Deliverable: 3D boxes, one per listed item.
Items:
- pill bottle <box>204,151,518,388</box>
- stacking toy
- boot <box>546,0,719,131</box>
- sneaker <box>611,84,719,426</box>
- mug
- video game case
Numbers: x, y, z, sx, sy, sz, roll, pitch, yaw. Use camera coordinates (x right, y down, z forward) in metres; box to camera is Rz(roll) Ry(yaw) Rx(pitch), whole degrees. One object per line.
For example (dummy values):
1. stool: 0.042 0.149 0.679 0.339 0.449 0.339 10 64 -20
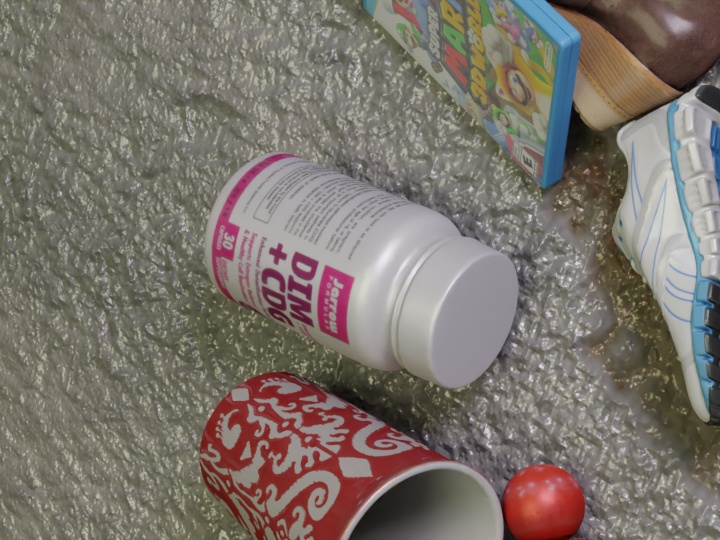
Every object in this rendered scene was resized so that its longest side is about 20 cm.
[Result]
1. pill bottle: 0.000 0.000 1.116 0.200 0.113 0.114 23 106 35
2. stacking toy: 0.135 0.223 1.052 0.085 0.085 0.201 -21 72 37
3. boot: 0.164 -0.204 1.013 0.166 0.072 0.200 -39 73 27
4. sneaker: 0.196 -0.005 0.998 0.086 0.075 0.201 -14 76 46
5. mug: -0.017 0.172 1.113 0.200 0.133 0.178 29 127 51
6. video game case: 0.065 -0.161 1.062 0.200 0.018 0.143 49 160 27
